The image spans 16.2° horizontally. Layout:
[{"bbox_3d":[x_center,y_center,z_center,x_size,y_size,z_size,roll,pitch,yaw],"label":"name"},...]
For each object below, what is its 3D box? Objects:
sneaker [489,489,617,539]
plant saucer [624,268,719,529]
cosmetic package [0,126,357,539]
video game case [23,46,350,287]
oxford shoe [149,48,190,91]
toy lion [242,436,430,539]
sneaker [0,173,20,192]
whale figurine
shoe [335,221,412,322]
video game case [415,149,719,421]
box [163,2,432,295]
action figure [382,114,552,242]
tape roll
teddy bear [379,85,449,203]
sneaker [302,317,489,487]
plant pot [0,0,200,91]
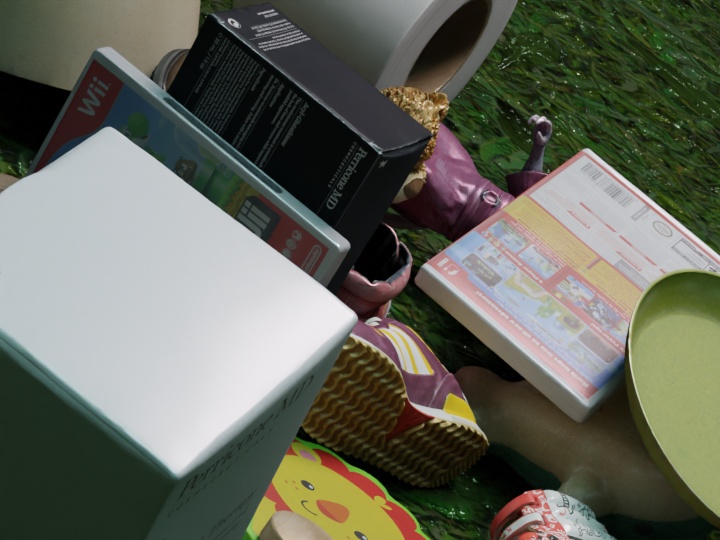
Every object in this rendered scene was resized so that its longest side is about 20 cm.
[{"bbox_3d":[0.098,0.184,1.506,0.201,0.067,0.108,7,34,-48],"label":"sneaker"},{"bbox_3d":[0.237,0.093,1.607,0.199,0.031,0.201,24,46,-28],"label":"plant saucer"},{"bbox_3d":[-0.138,0.076,1.236,0.166,0.201,0.167,37,40,11],"label":"cosmetic package"},{"bbox_3d":[-0.116,-0.019,1.533,0.200,0.143,0.017,39,24,15],"label":"video game case"},{"bbox_3d":[-0.080,-0.116,1.704,0.084,0.073,0.200,-3,6,23],"label":"oxford shoe"},{"bbox_3d":[-0.049,0.132,1.446,0.200,0.069,0.191,40,19,16],"label":"toy lion"},{"bbox_3d":[-0.259,-0.010,1.469,0.199,0.070,0.076,-1,59,-44],"label":"sneaker"},{"bbox_3d":[0.149,0.123,1.663,0.198,0.104,0.160,10,38,8],"label":"whale figurine"},{"bbox_3d":[0.000,0.000,1.692,0.071,0.091,0.200,30,25,-5],"label":"shoe"},{"bbox_3d":[0.147,0.006,1.672,0.143,0.017,0.200,41,44,15],"label":"video game case"},{"bbox_3d":[-0.069,-0.041,1.559,0.141,0.201,0.079,41,26,17],"label":"box"},{"bbox_3d":[0.076,-0.036,1.807,0.200,0.149,0.134,37,39,2],"label":"action figure"},{"bbox_3d":[0.015,-0.208,1.958,0.139,0.203,0.202,39,26,15],"label":"tape roll"},{"bbox_3d":[-0.021,-0.059,1.689,0.145,0.199,0.067,14,62,-58],"label":"teddy bear"},{"bbox_3d":[0.000,0.064,1.560,0.200,0.075,0.090,41,16,-50],"label":"sneaker"},{"bbox_3d":[-0.181,-0.237,1.726,0.186,0.201,0.187,15,14,-4],"label":"plant pot"}]
